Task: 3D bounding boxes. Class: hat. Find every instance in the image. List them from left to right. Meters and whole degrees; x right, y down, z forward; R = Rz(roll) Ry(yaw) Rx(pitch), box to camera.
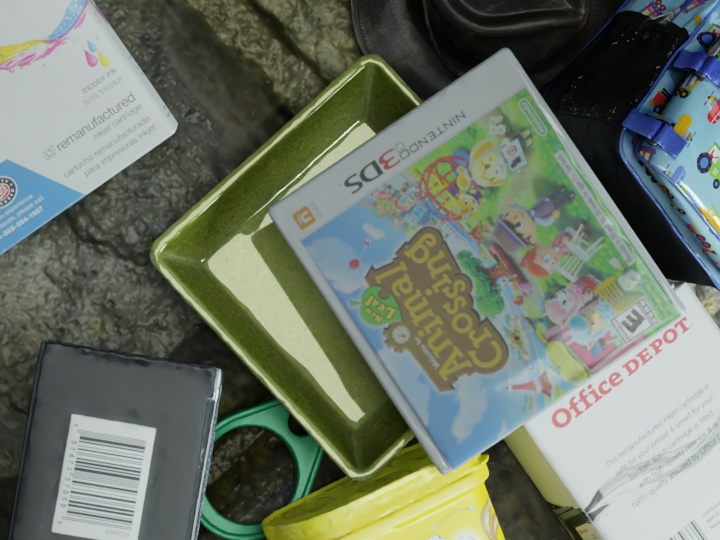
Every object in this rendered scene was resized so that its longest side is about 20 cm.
[{"bbox_3d":[0.096,-0.184,1.757,0.200,0.081,0.201,0,88,-15],"label":"hat"}]

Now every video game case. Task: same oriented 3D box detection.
[{"bbox_3d":[0.071,-0.006,1.683,0.182,0.022,0.200,-34,85,4],"label":"video game case"}]

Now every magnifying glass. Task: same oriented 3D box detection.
[{"bbox_3d":[-0.033,0.091,1.753,0.200,0.022,0.080,-45,99,-9],"label":"magnifying glass"}]

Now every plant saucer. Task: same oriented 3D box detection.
[{"bbox_3d":[0.000,0.000,1.734,0.200,0.048,0.200,-42,88,-13],"label":"plant saucer"}]

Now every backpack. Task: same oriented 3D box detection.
[{"bbox_3d":[0.231,-0.108,1.749,0.200,0.134,0.183,-51,127,-18],"label":"backpack"}]

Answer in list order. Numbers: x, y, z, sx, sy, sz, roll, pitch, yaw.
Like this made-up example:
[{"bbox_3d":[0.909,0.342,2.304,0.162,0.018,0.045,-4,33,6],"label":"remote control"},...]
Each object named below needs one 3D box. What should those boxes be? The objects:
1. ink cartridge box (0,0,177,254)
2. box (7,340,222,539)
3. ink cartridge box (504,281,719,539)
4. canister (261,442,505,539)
[{"bbox_3d":[-0.226,-0.128,1.663,0.144,0.085,0.200,-35,96,1],"label":"ink cartridge box"},{"bbox_3d":[-0.145,0.123,1.624,0.107,0.200,0.149,9,87,-3],"label":"box"},{"bbox_3d":[0.198,0.126,1.774,0.145,0.084,0.200,-37,98,-12],"label":"ink cartridge box"},{"bbox_3d":[0.039,0.224,1.725,0.148,0.087,0.200,-24,96,-28],"label":"canister"}]
